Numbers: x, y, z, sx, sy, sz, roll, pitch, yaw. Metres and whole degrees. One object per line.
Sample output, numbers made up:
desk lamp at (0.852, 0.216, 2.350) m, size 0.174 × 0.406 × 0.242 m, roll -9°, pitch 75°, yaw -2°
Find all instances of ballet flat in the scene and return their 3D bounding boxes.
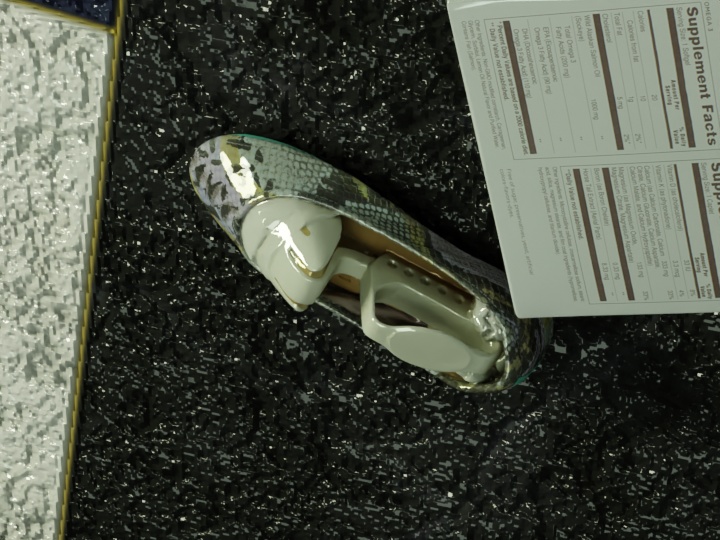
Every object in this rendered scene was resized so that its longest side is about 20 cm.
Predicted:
ballet flat at (0.000, 0.000, 1.031) m, size 0.200 × 0.072 × 0.072 m, roll 29°, pitch 129°, yaw -1°

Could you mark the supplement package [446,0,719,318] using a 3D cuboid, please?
supplement package at (0.161, -0.084, 0.857) m, size 0.200 × 0.152 × 0.151 m, roll -2°, pitch 122°, yaw 21°
